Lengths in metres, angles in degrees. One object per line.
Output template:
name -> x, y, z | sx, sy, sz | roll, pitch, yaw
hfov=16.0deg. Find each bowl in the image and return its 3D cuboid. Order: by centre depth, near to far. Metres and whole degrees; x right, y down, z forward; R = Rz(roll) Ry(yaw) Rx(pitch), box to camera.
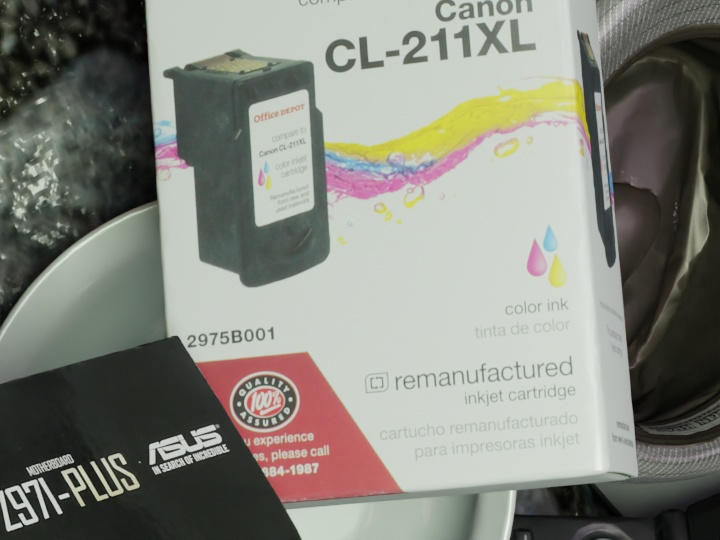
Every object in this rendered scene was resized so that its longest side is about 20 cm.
bowl -> -0.041, 0.074, 0.940 | 0.200, 0.090, 0.202 | 0, 85, 3

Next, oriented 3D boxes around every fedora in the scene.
fedora -> 0.111, -0.022, 0.958 | 0.176, 0.090, 0.201 | 15, 93, -25

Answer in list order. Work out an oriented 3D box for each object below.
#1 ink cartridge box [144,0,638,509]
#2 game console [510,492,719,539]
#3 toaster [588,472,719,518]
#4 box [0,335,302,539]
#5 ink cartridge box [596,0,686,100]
ink cartridge box -> 0.009, -0.025, 0.852 | 0.083, 0.145, 0.201 | 25, 60, -76
game console -> 0.122, 0.169, 0.974 | 0.175, 0.117, 0.201 | 3, 60, -15
toaster -> 0.168, 0.024, 1.146 | 0.200, 0.118, 0.181 | 48, 53, -23
box -> -0.137, 0.125, 0.787 | 0.163, 0.200, 0.086 | -15, 63, -42
ink cartridge box -> 0.040, -0.149, 1.009 | 0.083, 0.145, 0.200 | -37, 128, -6
